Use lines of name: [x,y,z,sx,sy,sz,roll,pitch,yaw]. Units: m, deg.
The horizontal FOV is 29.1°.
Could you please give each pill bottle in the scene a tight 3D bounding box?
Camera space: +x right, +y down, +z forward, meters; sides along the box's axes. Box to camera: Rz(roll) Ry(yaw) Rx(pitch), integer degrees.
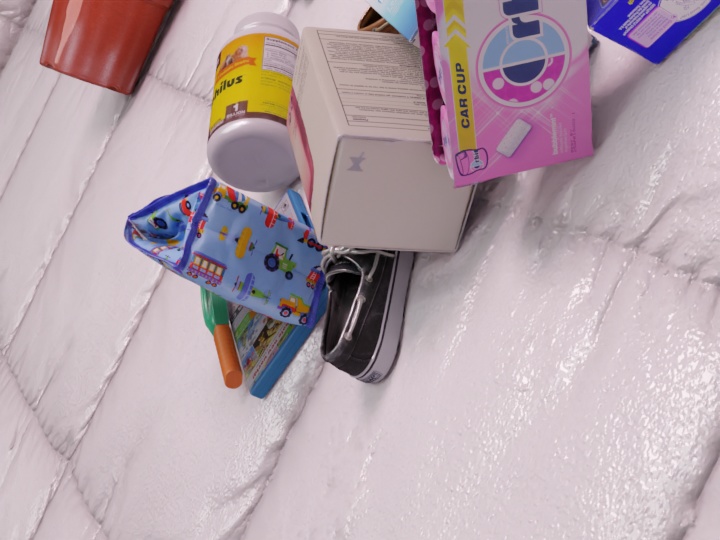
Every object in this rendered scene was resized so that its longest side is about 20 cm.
pill bottle: [-0.110,-0.192,1.543,0.109,0.109,0.200,-40,36,39]

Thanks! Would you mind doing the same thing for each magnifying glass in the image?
magnifying glass: [-0.149,0.053,1.474,0.200,0.022,0.080,-109,21,-53]

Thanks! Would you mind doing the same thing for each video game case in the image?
video game case: [-0.087,0.020,1.425,0.143,0.018,0.200,-54,29,18]

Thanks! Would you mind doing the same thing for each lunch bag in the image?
lunch bag: [-0.140,-0.012,1.360,0.200,0.150,0.094,-3,64,59]

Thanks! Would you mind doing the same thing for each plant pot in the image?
plant pot: [-0.393,-0.384,2.134,0.201,0.200,0.196,30,103,63]

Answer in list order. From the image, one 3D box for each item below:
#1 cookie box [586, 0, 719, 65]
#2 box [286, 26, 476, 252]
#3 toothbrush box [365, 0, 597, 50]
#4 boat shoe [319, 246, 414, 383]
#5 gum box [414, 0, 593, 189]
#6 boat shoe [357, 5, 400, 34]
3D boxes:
cookie box: [0.237,-0.285,1.047,0.171,0.075,0.200,-45,34,36]
box: [0.016,-0.117,1.211,0.200,0.127,0.109,-106,24,-52]
toothbrush box: [0.087,-0.224,1.184,0.085,0.146,0.200,-57,29,14]
boat shoe: [-0.002,0.001,1.235,0.074,0.068,0.200,-26,45,50]
gum box: [0.107,-0.165,1.039,0.066,0.113,0.201,-116,15,-58]
boat shoe: [0.070,-0.287,1.343,0.200,0.074,0.076,-53,30,22]
